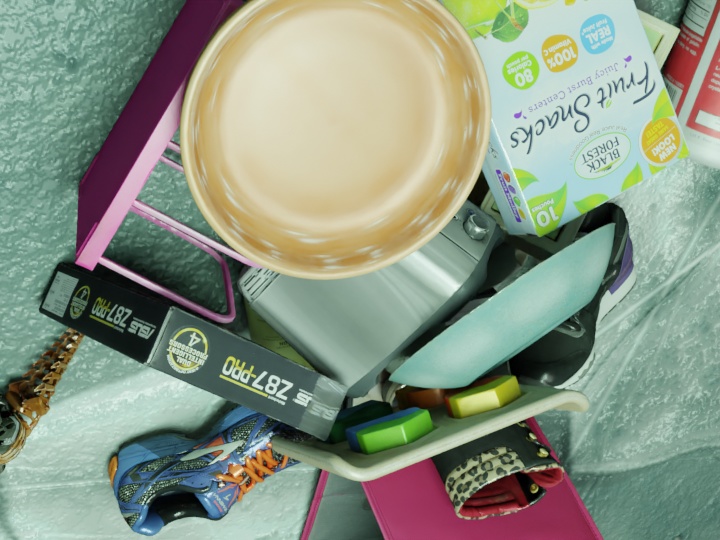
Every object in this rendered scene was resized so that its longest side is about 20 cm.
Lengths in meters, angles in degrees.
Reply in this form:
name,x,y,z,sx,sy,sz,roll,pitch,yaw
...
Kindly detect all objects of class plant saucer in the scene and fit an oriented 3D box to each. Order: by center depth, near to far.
name,x,y,z,sx,sy,sz,roll,pitch,yaw
plant saucer,-0.016,-0.092,0.789,0.200,0.037,0.201,-6,115,-13
plant saucer,0.113,0.038,0.912,0.201,0.039,0.201,-33,171,-6

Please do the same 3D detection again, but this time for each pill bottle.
name,x,y,z,sx,sy,sz,roll,pitch,yaw
pill bottle,0.318,-0.191,1.022,0.112,0.112,0.200,3,119,-25

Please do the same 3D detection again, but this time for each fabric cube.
name,x,y,z,sx,sy,sz,roll,pitch,yaw
fabric cube,0.077,0.267,1.128,0.199,0.196,0.200,-3,132,-25

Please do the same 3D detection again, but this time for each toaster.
name,x,y,z,sx,sy,sz,roll,pitch,yaw
toaster,0.000,0.000,0.924,0.129,0.114,0.200,41,126,-6

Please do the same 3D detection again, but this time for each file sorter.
name,x,y,z,sx,sy,sz,roll,pitch,yaw
file sorter,-0.095,-0.087,0.869,0.125,0.139,0.200,28,106,-21

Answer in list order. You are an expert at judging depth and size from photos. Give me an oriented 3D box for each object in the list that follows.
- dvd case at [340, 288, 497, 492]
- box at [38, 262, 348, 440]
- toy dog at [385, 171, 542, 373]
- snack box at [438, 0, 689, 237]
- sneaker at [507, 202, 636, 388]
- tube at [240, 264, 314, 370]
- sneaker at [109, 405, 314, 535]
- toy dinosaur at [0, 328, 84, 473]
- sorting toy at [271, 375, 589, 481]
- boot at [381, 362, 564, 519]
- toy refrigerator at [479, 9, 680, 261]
name,x,y,z,sx,sy,sz,roll,pitch,yaw
dvd case,0.050,0.111,1.149,0.142,0.018,0.200,-9,123,-20
box,-0.128,0.057,0.923,0.161,0.200,0.049,27,82,-36
toy dog,0.092,0.003,1.057,0.200,0.132,0.096,-32,166,3
snack box,0.136,-0.144,0.889,0.142,0.053,0.200,-27,103,-16
sneaker,0.176,0.014,1.067,0.200,0.076,0.088,-52,143,-42
tube,-0.060,0.076,1.061,0.058,0.052,0.200,12,133,21
sneaker,-0.112,0.170,1.045,0.200,0.079,0.075,-22,131,6
toy dinosaur,-0.303,0.115,0.963,0.200,0.102,0.136,-60,149,-24
sorting toy,0.046,0.110,0.947,0.199,0.185,0.037,-14,92,-19
boot,0.135,0.125,1.085,0.199,0.151,0.073,-14,135,-15
toy refrigerator,0.169,-0.110,0.977,0.076,0.070,0.200,28,87,8
